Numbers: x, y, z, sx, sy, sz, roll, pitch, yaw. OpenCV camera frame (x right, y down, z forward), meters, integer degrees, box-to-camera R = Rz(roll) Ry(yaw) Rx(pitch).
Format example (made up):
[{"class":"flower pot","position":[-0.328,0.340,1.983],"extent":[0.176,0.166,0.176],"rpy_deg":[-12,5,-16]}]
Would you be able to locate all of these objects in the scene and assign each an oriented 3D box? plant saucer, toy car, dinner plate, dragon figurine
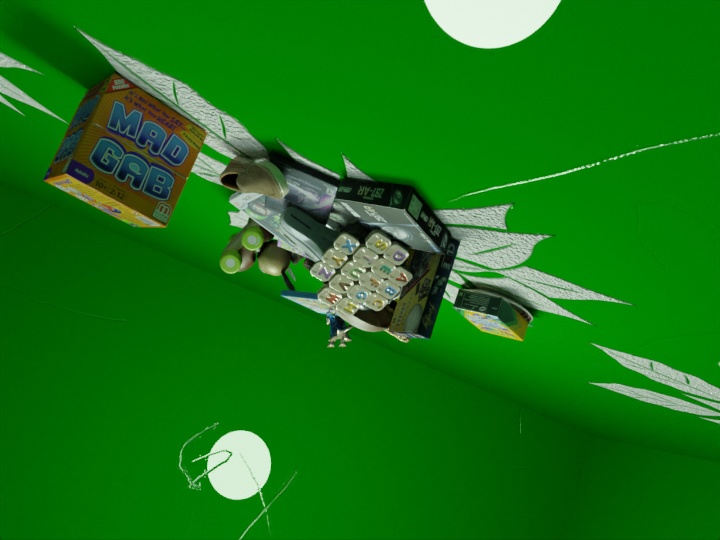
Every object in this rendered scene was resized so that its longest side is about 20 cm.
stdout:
[{"class":"plant saucer","position":[-0.012,0.085,1.479],"extent":[0.197,0.037,0.201],"rpy_deg":[30,-162,-11]},{"class":"toy car","position":[-0.242,-0.025,1.598],"extent":[0.200,0.158,0.165],"rpy_deg":[43,-168,-17]},{"class":"dinner plate","position":[0.333,0.081,1.544],"extent":[0.196,0.025,0.200],"rpy_deg":[20,168,4]},{"class":"dragon figurine","position":[-0.055,0.128,1.536],"extent":[0.057,0.102,0.201],"rpy_deg":[-2,160,-9]}]

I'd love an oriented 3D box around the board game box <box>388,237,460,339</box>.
[{"class":"board game box","position":[0.128,0.035,1.276],"extent":[0.034,0.205,0.135],"rpy_deg":[23,169,-19]}]

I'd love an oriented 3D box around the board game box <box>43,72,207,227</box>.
[{"class":"board game box","position":[-0.454,-0.219,1.204],"extent":[0.198,0.204,0.198],"rpy_deg":[29,166,-35]}]

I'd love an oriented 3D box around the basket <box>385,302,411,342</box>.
[{"class":"basket","position":[0.068,0.068,1.636],"extent":[0.199,0.144,0.148],"rpy_deg":[36,-179,36]}]

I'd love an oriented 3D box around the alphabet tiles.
[{"class":"alphabet tiles","position":[0.003,0.008,1.269],"extent":[0.193,0.200,0.015],"rpy_deg":[30,-153,-29]}]

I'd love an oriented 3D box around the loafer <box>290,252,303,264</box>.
[{"class":"loafer","position":[-0.170,-0.090,1.630],"extent":[0.074,0.070,0.201],"rpy_deg":[54,166,17]}]

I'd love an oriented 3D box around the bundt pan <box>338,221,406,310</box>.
[{"class":"bundt pan","position":[0.000,0.000,1.369],"extent":[0.198,0.075,0.207],"rpy_deg":[17,123,28]}]

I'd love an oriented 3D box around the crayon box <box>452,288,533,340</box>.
[{"class":"crayon box","position":[0.327,0.115,1.524],"extent":[0.124,0.053,0.199],"rpy_deg":[11,164,41]}]

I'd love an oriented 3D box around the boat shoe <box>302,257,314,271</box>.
[{"class":"boat shoe","position":[-0.070,-0.052,1.590],"extent":[0.072,0.066,0.198],"rpy_deg":[41,142,-24]}]

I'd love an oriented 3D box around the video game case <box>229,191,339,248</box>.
[{"class":"video game case","position":[-0.172,-0.127,1.391],"extent":[0.199,0.024,0.180],"rpy_deg":[37,149,-29]}]

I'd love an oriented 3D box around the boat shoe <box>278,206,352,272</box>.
[{"class":"boat shoe","position":[-0.086,-0.056,1.307],"extent":[0.199,0.074,0.067],"rpy_deg":[40,148,1]}]

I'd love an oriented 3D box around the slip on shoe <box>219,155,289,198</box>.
[{"class":"slip on shoe","position":[-0.209,-0.174,1.205],"extent":[0.198,0.060,0.077],"rpy_deg":[28,148,44]}]

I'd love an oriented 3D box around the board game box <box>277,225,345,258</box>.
[{"class":"board game box","position":[-0.102,-0.073,1.498],"extent":[0.196,0.033,0.122],"rpy_deg":[21,131,6]}]

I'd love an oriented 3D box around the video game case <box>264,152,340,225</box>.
[{"class":"video game case","position":[-0.122,-0.152,1.257],"extent":[0.140,0.019,0.201],"rpy_deg":[23,155,-3]}]

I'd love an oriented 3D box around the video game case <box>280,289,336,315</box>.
[{"class":"video game case","position":[-0.096,0.088,1.608],"extent":[0.140,0.018,0.199],"rpy_deg":[4,166,28]}]

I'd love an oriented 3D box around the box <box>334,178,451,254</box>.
[{"class":"box","position":[0.065,-0.100,1.180],"extent":[0.157,0.044,0.200],"rpy_deg":[14,165,33]}]

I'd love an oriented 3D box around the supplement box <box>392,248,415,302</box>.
[{"class":"supplement box","position":[0.090,0.011,1.458],"extent":[0.196,0.112,0.109],"rpy_deg":[15,167,29]}]
